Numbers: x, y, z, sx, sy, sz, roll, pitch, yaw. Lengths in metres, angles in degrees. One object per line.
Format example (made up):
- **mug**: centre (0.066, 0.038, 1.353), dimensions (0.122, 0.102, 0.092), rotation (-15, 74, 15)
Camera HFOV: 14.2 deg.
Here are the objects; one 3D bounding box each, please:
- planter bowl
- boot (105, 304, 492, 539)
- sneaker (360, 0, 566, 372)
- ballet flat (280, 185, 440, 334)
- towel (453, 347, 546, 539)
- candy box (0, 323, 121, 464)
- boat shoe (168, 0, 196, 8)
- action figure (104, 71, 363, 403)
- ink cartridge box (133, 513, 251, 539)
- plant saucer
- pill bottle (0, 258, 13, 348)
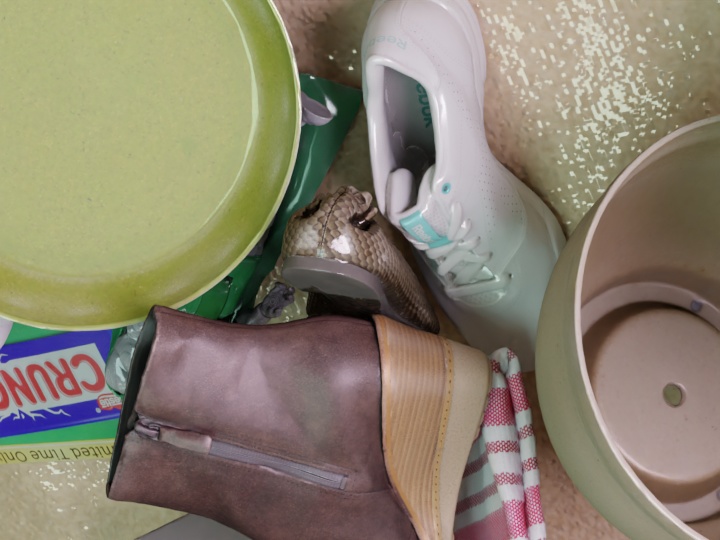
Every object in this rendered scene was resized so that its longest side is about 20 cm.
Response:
- **planter bowl**: centre (0.159, 0.045, 1.268), dimensions (0.200, 0.200, 0.135), rotation (44, 156, -4)
- **boot**: centre (-0.038, 0.107, 1.332), dimensions (0.166, 0.072, 0.201), rotation (5, 116, -15)
- **sneaker**: centre (0.039, -0.028, 1.328), dimensions (0.075, 0.089, 0.201), rotation (-13, 114, 23)
- **ballet flat**: centre (0.000, 0.000, 1.338), dimensions (0.067, 0.200, 0.047), rotation (7, 79, 12)
- **towel**: centre (0.052, 0.147, 1.364), dimensions (0.030, 0.201, 0.146), rotation (-1, 164, -19)
- **candy box**: centre (-0.170, -0.003, 1.461), dimensions (0.168, 0.077, 0.201), rotation (-6, 117, 31)
- **boat shoe**: centre (-0.073, -0.135, 1.320), dimensions (0.071, 0.063, 0.200), rotation (25, 136, 3)
- **action figure**: centre (-0.074, 0.003, 1.366), dimensions (0.055, 0.118, 0.201), rotation (52, 129, 49)
- **ink cartridge box**: centre (-0.030, 0.231, 1.490), dimensions (0.145, 0.084, 0.201), rotation (35, 146, 60)
- **plant saucer**: centre (-0.126, -0.074, 1.280), dimensions (0.199, 0.031, 0.201), rotation (0, 102, -1)
- **pill bottle**: centre (-0.236, 0.016, 1.385), dimensions (0.200, 0.116, 0.116), rotation (-33, 101, 40)
